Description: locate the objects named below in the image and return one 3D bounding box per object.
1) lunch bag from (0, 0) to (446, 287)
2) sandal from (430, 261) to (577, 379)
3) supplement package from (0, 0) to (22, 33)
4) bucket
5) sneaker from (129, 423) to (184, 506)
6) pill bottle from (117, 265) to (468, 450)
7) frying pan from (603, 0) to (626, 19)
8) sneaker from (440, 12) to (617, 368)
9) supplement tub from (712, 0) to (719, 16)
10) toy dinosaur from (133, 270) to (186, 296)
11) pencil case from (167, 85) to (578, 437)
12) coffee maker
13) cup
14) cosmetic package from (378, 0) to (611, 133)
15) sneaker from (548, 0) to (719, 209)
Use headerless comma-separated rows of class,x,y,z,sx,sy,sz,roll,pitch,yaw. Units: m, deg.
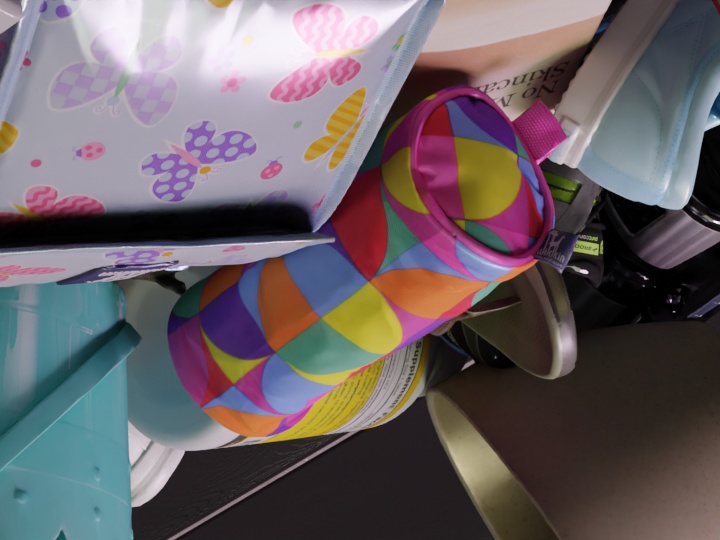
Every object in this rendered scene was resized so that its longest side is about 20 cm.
lunch bag,-0.084,-0.064,0.729,0.168,0.128,0.201,-2,141,-33
sandal,0.026,-0.001,0.934,0.057,0.200,0.080,-35,137,-27
supplement package,-0.222,-0.087,0.582,0.199,0.121,0.121,-31,156,19
bucket,-0.193,0.072,0.876,0.205,0.136,0.207,2,163,1
sneaker,-0.183,0.093,1.126,0.088,0.076,0.199,42,145,-23
pill bottle,-0.030,0.029,1.023,0.112,0.113,0.199,-37,159,32
frying pan,0.085,-0.089,1.017,0.114,0.031,0.190,-3,148,-40
sneaker,0.101,-0.038,0.967,0.070,0.083,0.201,4,124,-48
supplement tub,0.148,-0.174,0.640,0.139,0.202,0.141,-20,159,-8
toy dinosaur,-0.125,-0.017,0.888,0.087,0.048,0.200,-5,158,-2
pencil case,0.000,0.000,0.833,0.088,0.089,0.199,-2,157,-42
coffee maker,0.170,-0.029,1.140,0.200,0.135,0.192,-42,178,43
cup,0.146,0.107,1.028,0.143,0.201,0.201,-33,160,-8
cosmetic package,0.036,-0.111,0.830,0.102,0.088,0.200,-17,158,-17
sneaker,0.157,-0.105,0.865,0.201,0.082,0.074,-55,175,-22
